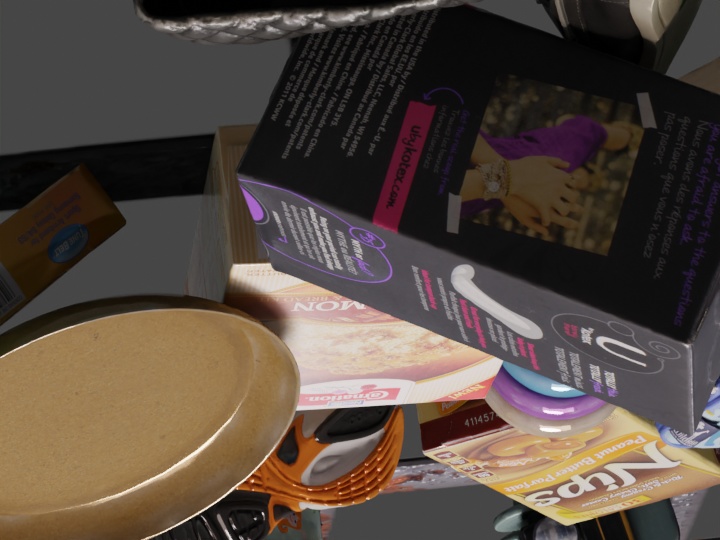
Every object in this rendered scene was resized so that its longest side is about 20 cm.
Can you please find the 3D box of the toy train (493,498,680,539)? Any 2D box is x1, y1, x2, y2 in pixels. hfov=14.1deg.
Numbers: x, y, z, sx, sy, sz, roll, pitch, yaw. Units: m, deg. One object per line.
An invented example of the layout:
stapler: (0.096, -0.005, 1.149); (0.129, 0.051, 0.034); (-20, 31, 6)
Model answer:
toy train: (0.150, 0.195, 1.932); (0.113, 0.086, 0.200); (-16, 159, -5)

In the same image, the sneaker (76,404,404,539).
sneaker: (-0.076, 0.102, 1.513); (0.199, 0.076, 0.092); (-12, -161, -40)

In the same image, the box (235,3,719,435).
box: (0.064, -0.030, 1.199); (0.199, 0.107, 0.122); (22, 164, 14)

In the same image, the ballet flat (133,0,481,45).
ballet flat: (0.005, -0.121, 1.110); (0.199, 0.067, 0.057); (-16, -168, 27)

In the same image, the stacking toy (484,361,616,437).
stacking toy: (0.106, 0.012, 1.454); (0.085, 0.086, 0.200); (-5, 157, -6)

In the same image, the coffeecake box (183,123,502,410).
coffeecake box: (0.000, 0.000, 1.406); (0.152, 0.074, 0.200); (-4, 158, -9)

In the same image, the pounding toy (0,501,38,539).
pounding toy: (-0.195, 0.104, 1.517); (0.198, 0.143, 0.184); (3, 177, 12)

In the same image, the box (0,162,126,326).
box: (-0.205, 0.029, 1.375); (0.200, 0.042, 0.119); (-35, -175, 47)

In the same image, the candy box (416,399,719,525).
candy box: (0.126, 0.090, 1.690); (0.115, 0.056, 0.200); (-17, 156, 23)

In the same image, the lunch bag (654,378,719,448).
lunch bag: (0.254, 0.031, 1.529); (0.199, 0.083, 0.161); (-3, 159, -32)

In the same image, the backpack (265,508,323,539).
backpack: (-0.106, 0.179, 1.732); (0.176, 0.152, 0.200); (-1, 153, -12)

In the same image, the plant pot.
plant pot: (-0.125, 0.071, 1.352); (0.199, 0.028, 0.201); (-16, 147, -11)

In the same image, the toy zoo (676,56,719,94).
toy zoo: (0.217, -0.061, 1.392); (0.199, 0.021, 0.131); (14, 150, -42)

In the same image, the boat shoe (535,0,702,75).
boat shoe: (0.105, -0.117, 1.188); (0.067, 0.072, 0.200); (28, 169, 11)
